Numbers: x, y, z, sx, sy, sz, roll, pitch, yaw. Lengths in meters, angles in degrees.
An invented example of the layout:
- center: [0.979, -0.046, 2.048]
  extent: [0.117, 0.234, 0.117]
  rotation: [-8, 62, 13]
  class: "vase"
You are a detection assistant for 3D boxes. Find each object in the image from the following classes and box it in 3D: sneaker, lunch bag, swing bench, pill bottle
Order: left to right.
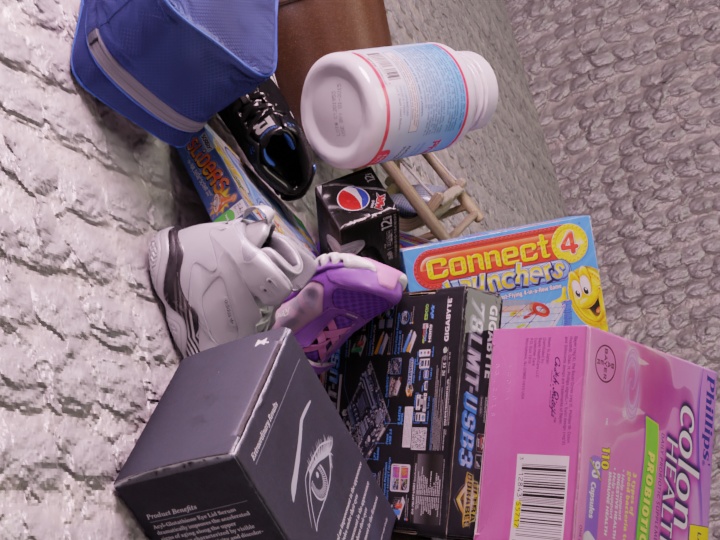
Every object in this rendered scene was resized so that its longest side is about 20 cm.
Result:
- center: [-0.158, -0.214, 0.996]
  extent: [0.135, 0.132, 0.202]
  rotation: [36, 36, -33]
  class: "lunch bag"
- center: [-0.100, -0.158, 1.119]
  extent: [0.201, 0.073, 0.112]
  rotation: [56, -1, -18]
  class: "sneaker"
- center: [-0.085, 0.047, 0.958]
  extent: [0.202, 0.114, 0.075]
  rotation: [68, 22, -7]
  class: "sneaker"
- center: [-0.037, 0.048, 1.015]
  extent: [0.080, 0.199, 0.089]
  rotation: [27, 58, -31]
  class: "sneaker"
- center: [0.046, -0.117, 1.480]
  extent: [0.202, 0.128, 0.199]
  rotation: [68, 19, -7]
  class: "swing bench"
- center: [0.044, -0.167, 1.182]
  extent: [0.199, 0.108, 0.110]
  rotation: [-16, 86, -43]
  class: "pill bottle"

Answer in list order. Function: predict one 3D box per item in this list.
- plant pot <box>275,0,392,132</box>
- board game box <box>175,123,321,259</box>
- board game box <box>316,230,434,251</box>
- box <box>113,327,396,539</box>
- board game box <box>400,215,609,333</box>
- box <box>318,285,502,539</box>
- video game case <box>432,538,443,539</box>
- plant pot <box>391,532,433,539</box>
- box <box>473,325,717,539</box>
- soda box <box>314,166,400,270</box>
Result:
- center: [-0.050, -0.252, 1.265]
  extent: [0.201, 0.198, 0.200]
  rotation: [-65, 140, -65]
  class: "plant pot"
- center: [-0.088, -0.039, 1.101]
  extent: [0.200, 0.034, 0.136]
  rotation: [46, 11, -52]
  class: "board game box"
- center: [0.063, -0.010, 1.315]
  extent: [0.134, 0.198, 0.045]
  rotation: [-10, 119, -77]
  class: "board game box"
- center: [-0.069, 0.170, 0.884]
  extent: [0.201, 0.103, 0.148]
  rotation: [62, 26, -23]
  class: "box"
- center: [0.147, 0.059, 1.202]
  extent: [0.056, 0.197, 0.198]
  rotation: [-168, -113, -82]
  class: "board game box"
- center: [0.031, 0.121, 1.019]
  extent: [0.049, 0.198, 0.203]
  rotation: [13, 76, -35]
  class: "box"
- center: [0.127, 0.238, 1.063]
  extent: [0.180, 0.024, 0.200]
  rotation: [21, 3, -25]
  class: "video game case"
- center: [0.116, 0.330, 1.033]
  extent: [0.187, 0.198, 0.190]
  rotation: [-13, 105, -58]
  class: "plant pot"
- center: [0.196, 0.152, 0.973]
  extent: [0.199, 0.096, 0.178]
  rotation: [19, 73, -43]
  class: "box"
- center: [0.000, 0.000, 1.191]
  extent: [0.201, 0.063, 0.071]
  rotation: [86, -20, -46]
  class: "soda box"
